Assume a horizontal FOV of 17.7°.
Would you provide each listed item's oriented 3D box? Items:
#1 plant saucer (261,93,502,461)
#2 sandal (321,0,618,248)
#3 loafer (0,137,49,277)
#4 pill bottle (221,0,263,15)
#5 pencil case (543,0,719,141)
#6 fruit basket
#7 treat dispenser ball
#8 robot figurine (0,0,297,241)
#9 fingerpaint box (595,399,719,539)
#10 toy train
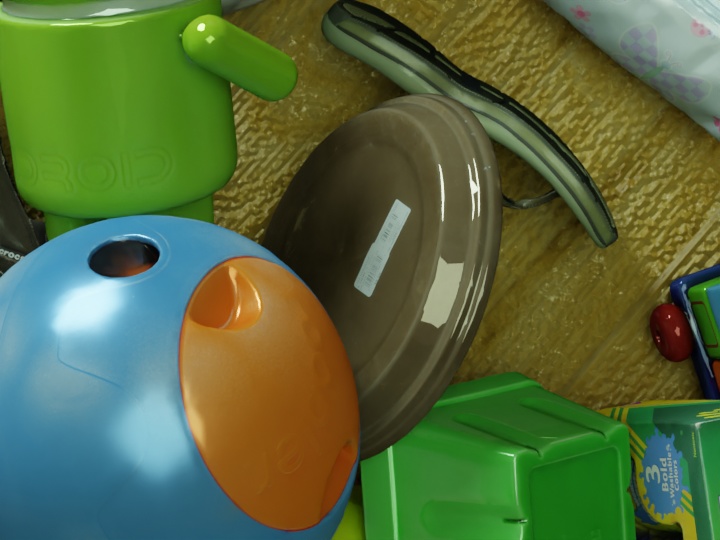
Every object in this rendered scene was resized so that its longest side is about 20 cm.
[{"bbox_3d":[0.000,0.000,1.195,0.029,0.200,0.201,21,86,-32],"label":"plant saucer"},{"bbox_3d":[0.057,-0.074,1.271,0.201,0.080,0.057,35,101,0],"label":"sandal"},{"bbox_3d":[-0.167,0.002,1.230,0.071,0.073,0.200,-36,95,-8],"label":"loafer"},{"bbox_3d":[-0.079,-0.244,1.229,0.111,0.111,0.200,-25,93,-8],"label":"pill bottle"},{"bbox_3d":[0.156,-0.160,1.272,0.200,0.091,0.083,39,63,-7],"label":"pencil case"},{"bbox_3d":[0.038,0.161,1.234,0.155,0.215,0.216,-9,90,-43],"label":"fruit basket"},{"bbox_3d":[-0.100,0.074,1.097,0.200,0.201,0.202,0,89,-8],"label":"treat dispenser ball"},{"bbox_3d":[-0.125,-0.103,1.173,0.116,0.175,0.201,-25,116,-47],"label":"robot figurine"},{"bbox_3d":[0.178,0.172,1.226,0.073,0.167,0.201,-8,91,-21],"label":"fingerpaint box"},{"bbox_3d":[0.235,0.092,1.263,0.084,0.116,0.201,-19,91,-10],"label":"toy train"}]
